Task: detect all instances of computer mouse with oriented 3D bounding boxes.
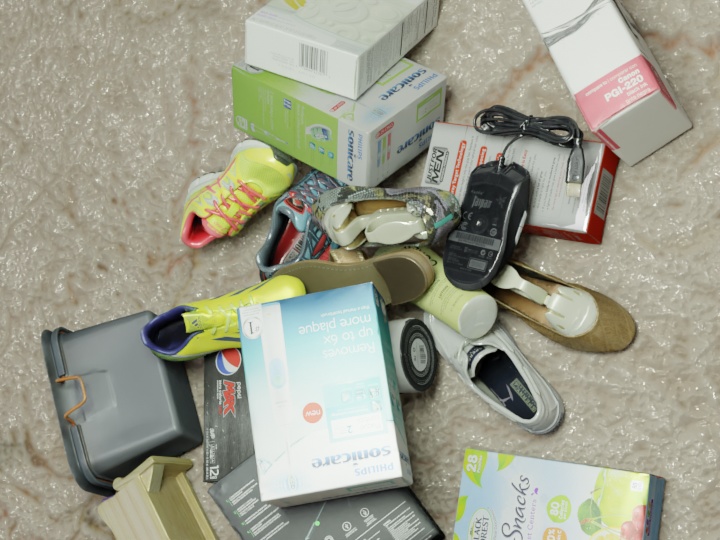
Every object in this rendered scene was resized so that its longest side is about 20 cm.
[{"bbox_3d":[0.167,-0.069,1.463,0.140,0.046,0.201,8,80,36],"label":"computer mouse"}]

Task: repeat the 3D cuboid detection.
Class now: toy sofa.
[{"bbox_3d":[-0.208,0.317,1.607,0.097,0.083,0.201,-40,65,18],"label":"toy sofa"}]

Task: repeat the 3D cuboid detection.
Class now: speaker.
[{"bbox_3d":[-0.021,0.102,1.553,0.199,0.081,0.082,-9,75,31],"label":"speaker"}]

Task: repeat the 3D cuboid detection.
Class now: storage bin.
[{"bbox_3d":[-0.276,0.143,1.656,0.134,0.146,0.201,-22,70,9],"label":"storage bin"}]

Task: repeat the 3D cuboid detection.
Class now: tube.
[{"bbox_3d":[0.071,0.011,1.537,0.200,0.058,0.052,39,141,51],"label":"tube"}]

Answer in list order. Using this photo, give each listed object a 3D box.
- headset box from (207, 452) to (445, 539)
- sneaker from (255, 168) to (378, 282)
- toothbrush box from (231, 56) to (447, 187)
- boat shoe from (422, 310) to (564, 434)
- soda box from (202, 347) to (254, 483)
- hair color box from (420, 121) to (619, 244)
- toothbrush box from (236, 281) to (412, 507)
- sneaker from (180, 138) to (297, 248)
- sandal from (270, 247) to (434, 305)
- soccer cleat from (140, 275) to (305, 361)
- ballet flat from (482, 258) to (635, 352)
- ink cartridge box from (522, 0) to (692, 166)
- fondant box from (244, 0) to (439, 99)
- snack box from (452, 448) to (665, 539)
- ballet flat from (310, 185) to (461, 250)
[{"bbox_3d":[-0.039,0.252,1.496,0.174,0.093,0.200,-38,75,-3],"label":"headset box"},{"bbox_3d":[-0.051,-0.066,1.609,0.079,0.095,0.201,29,92,27],"label":"sneaker"},{"bbox_3d":[-0.025,-0.189,1.590,0.199,0.086,0.145,30,48,27],"label":"toothbrush box"},{"bbox_3d":[0.134,0.092,1.500,0.200,0.065,0.074,40,97,29],"label":"boat shoe"},{"bbox_3d":[-0.136,0.143,1.622,0.070,0.063,0.201,-7,76,24],"label":"soda box"},{"bbox_3d":[0.169,-0.095,1.530,0.199,0.061,0.102,11,84,26],"label":"hair color box"},{"bbox_3d":[-0.036,0.128,1.434,0.145,0.085,0.201,-10,76,8],"label":"toothbrush box"},{"bbox_3d":[-0.143,-0.079,1.628,0.200,0.078,0.091,-32,31,49],"label":"sneaker"},{"bbox_3d":[0.002,0.005,1.556,0.211,0.070,0.078,-9,111,38],"label":"sandal"},{"bbox_3d":[-0.153,0.055,1.563,0.199,0.084,0.065,-20,71,23],"label":"soccer cleat"},{"bbox_3d":[0.190,0.028,1.485,0.199,0.072,0.068,29,88,28],"label":"ballet flat"},{"bbox_3d":[0.250,-0.227,1.471,0.085,0.146,0.201,-33,67,17],"label":"ink cartridge box"},{"bbox_3d":[-0.018,-0.277,1.584,0.144,0.200,0.059,21,130,21],"label":"fondant box"},{"bbox_3d":[0.195,0.277,1.430,0.199,0.068,0.170,4,81,28],"label":"snack box"},{"bbox_3d":[0.011,-0.053,1.499,0.199,0.072,0.073,-2,77,39],"label":"ballet flat"}]
